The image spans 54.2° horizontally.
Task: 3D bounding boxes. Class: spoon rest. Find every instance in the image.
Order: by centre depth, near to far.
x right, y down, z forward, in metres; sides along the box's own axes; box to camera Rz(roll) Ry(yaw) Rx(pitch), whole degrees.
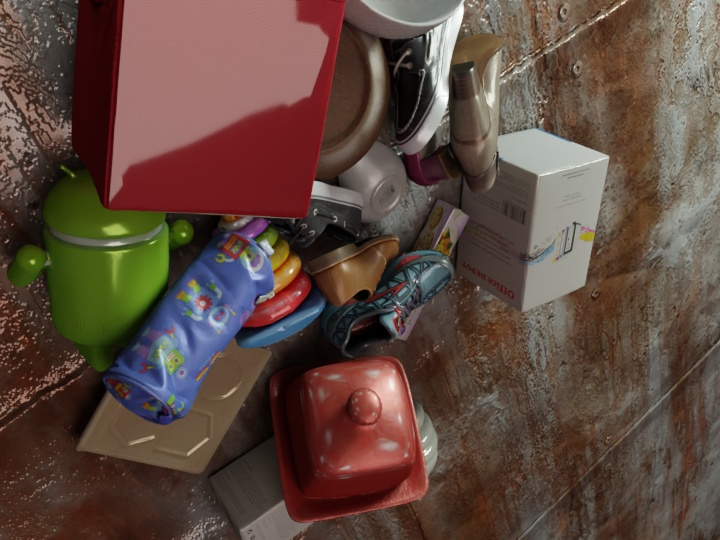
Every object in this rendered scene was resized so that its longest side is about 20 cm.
[{"bbox_3d":[0.004,-0.134,0.864,0.099,0.060,0.201,-43,145,-9],"label":"spoon rest"}]

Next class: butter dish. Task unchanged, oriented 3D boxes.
[{"bbox_3d":[-0.006,0.190,0.883,0.195,0.204,0.149,-5,154,-15],"label":"butter dish"}]

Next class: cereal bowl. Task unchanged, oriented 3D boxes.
[{"bbox_3d":[0.020,-0.330,0.719,0.196,0.083,0.206,5,80,-30],"label":"cereal bowl"}]

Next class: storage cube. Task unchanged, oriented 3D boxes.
[{"bbox_3d":[-0.137,-0.160,0.583,0.196,0.171,0.184,-1,114,-32],"label":"storage cube"}]

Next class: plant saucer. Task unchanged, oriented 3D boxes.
[{"bbox_3d":[-0.057,-0.194,0.733,0.195,0.037,0.206,-2,98,-15],"label":"plant saucer"}]

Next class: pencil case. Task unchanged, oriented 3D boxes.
[{"bbox_3d":[-0.157,0.053,0.681,0.202,0.086,0.078,-57,178,-31],"label":"pencil case"}]

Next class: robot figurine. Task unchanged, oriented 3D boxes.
[{"bbox_3d":[-0.246,-0.009,0.687,0.173,0.115,0.205,-14,121,-38],"label":"robot figurine"}]

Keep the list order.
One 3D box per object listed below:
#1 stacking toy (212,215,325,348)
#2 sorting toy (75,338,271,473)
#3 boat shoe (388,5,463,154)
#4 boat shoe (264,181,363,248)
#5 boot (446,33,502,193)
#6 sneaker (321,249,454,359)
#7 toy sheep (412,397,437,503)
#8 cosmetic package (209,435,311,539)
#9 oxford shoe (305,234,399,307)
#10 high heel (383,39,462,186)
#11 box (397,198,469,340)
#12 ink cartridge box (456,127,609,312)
[{"bbox_3d":[-0.128,-0.028,0.793,0.114,0.110,0.203,-25,116,-5],"label":"stacking toy"},{"bbox_3d":[-0.221,0.149,0.852,0.198,0.036,0.188,28,95,-47],"label":"sorting toy"},{"bbox_3d":[0.062,-0.231,0.781,0.067,0.071,0.205,23,75,-32],"label":"boat shoe"},{"bbox_3d":[-0.061,-0.059,0.780,0.198,0.068,0.068,1,85,-60],"label":"boat shoe"},{"bbox_3d":[0.143,-0.193,0.863,0.201,0.068,0.149,-59,141,-52],"label":"boot"},{"bbox_3d":[0.045,0.054,0.927,0.197,0.096,0.080,-32,124,5],"label":"sneaker"},{"bbox_3d":[0.054,0.257,1.054,0.136,0.137,0.205,-21,120,-26],"label":"toy sheep"},{"bbox_3d":[-0.094,0.288,0.970,0.197,0.107,0.086,-28,130,-21],"label":"cosmetic package"},{"bbox_3d":[0.000,0.000,0.872,0.199,0.070,0.073,-26,94,-60],"label":"oxford shoe"},{"bbox_3d":[0.059,-0.201,0.880,0.067,0.095,0.203,-39,112,-26],"label":"high heel"},{"bbox_3d":[0.087,0.000,1.001,0.038,0.041,0.203,20,101,-41],"label":"box"},{"bbox_3d":[0.239,-0.075,1.005,0.142,0.147,0.205,-16,123,-30],"label":"ink cartridge box"}]
